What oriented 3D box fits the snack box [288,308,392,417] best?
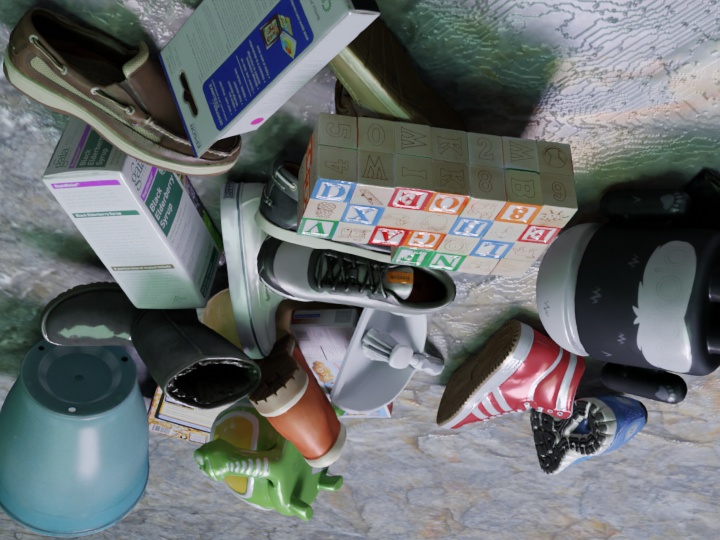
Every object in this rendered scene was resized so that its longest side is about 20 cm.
[{"bbox_3d":[-0.018,0.108,1.077,0.071,0.025,0.201,-3,143,14],"label":"snack box"}]

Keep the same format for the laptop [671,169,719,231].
[{"bbox_3d":[0.362,-0.006,0.892,0.199,0.103,0.178,37,143,6],"label":"laptop"}]

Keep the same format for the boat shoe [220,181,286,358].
[{"bbox_3d":[-0.090,0.003,0.937,0.069,0.071,0.202,-3,123,1],"label":"boat shoe"}]

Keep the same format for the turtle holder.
[{"bbox_3d":[-0.104,0.207,1.075,0.130,0.186,0.142,8,121,21],"label":"turtle holder"}]

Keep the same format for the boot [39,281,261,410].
[{"bbox_3d":[-0.212,0.078,0.956,0.180,0.200,0.073,-10,121,-22],"label":"boot"}]

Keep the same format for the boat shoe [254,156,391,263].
[{"bbox_3d":[0.009,-0.050,0.861,0.198,0.072,0.068,12,112,-18],"label":"boat shoe"}]

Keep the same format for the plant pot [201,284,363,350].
[{"bbox_3d":[-0.077,0.062,1.070,0.198,0.028,0.201,5,144,4],"label":"plant pot"}]

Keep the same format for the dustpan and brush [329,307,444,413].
[{"bbox_3d":[0.045,0.090,1.032,0.057,0.141,0.200,22,179,19],"label":"dustpan and brush"}]

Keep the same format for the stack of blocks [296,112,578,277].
[{"bbox_3d":[0.052,-0.054,0.751,0.198,0.059,0.115,6,152,-13],"label":"stack of blocks"}]

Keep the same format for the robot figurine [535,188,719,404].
[{"bbox_3d":[0.250,0.022,0.833,0.198,0.152,0.125,7,156,38],"label":"robot figurine"}]

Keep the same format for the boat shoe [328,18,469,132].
[{"bbox_3d":[0.014,-0.127,0.746,0.069,0.074,0.200,-22,135,28],"label":"boat shoe"}]

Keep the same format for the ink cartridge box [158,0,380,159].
[{"bbox_3d":[-0.073,-0.168,0.692,0.037,0.096,0.199,-10,164,-46],"label":"ink cartridge box"}]

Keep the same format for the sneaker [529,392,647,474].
[{"bbox_3d":[0.263,0.187,1.114,0.088,0.079,0.200,-6,167,-19],"label":"sneaker"}]

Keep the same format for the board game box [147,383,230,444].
[{"bbox_3d":[-0.183,0.162,1.215,0.150,0.047,0.200,17,144,-11],"label":"board game box"}]

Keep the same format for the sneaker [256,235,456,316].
[{"bbox_3d":[0.000,0.000,0.894,0.198,0.075,0.079,10,179,-24],"label":"sneaker"}]

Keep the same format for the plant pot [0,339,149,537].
[{"bbox_3d":[-0.346,0.183,1.174,0.198,0.201,0.189,14,129,-7],"label":"plant pot"}]

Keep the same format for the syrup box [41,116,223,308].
[{"bbox_3d":[-0.203,-0.052,0.895,0.080,0.079,0.201,-1,143,15],"label":"syrup box"}]

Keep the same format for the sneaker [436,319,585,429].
[{"bbox_3d":[0.169,0.137,1.080,0.112,0.072,0.200,22,141,-13],"label":"sneaker"}]

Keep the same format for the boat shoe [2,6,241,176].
[{"bbox_3d":[-0.183,-0.143,0.771,0.201,0.075,0.075,22,139,-17],"label":"boat shoe"}]

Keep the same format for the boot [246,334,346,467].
[{"bbox_3d":[-0.069,0.134,0.991,0.075,0.200,0.108,-39,106,-1],"label":"boot"}]
